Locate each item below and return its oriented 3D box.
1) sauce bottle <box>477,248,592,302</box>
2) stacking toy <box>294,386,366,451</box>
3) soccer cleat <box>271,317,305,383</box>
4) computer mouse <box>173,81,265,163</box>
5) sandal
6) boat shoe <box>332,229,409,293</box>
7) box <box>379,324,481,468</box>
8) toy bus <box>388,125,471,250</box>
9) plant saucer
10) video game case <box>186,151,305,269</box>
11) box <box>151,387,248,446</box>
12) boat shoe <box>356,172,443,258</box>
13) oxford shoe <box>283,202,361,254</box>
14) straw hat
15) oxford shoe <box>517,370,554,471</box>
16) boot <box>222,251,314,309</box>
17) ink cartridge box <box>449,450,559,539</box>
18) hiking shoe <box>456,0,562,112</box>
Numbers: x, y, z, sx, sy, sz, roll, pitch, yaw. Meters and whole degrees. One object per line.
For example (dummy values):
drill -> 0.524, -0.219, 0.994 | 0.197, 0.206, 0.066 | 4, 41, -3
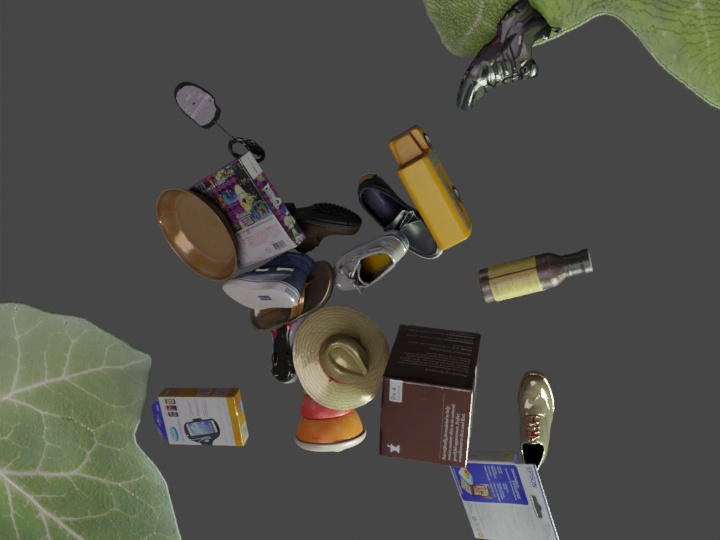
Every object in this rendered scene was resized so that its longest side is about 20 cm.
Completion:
sauce bottle -> 0.308, 0.006, 1.544 | 0.196, 0.065, 0.066 | -13, 111, 19
stacking toy -> -0.065, 0.242, 1.722 | 0.142, 0.146, 0.205 | -2, 97, 14
soccer cleat -> -0.137, 0.115, 1.703 | 0.068, 0.086, 0.205 | 4, 92, 22
computer mouse -> -0.252, -0.263, 1.577 | 0.199, 0.034, 0.059 | 42, 99, -13
sandal -> -0.131, 0.053, 1.625 | 0.198, 0.054, 0.082 | -31, 73, 17
boat shoe -> 0.004, 0.003, 1.573 | 0.075, 0.087, 0.200 | 47, 137, -15
box -> 0.130, 0.225, 1.610 | 0.160, 0.201, 0.170 | 6, 116, 9
toy bus -> 0.119, -0.143, 1.513 | 0.064, 0.079, 0.202 | -25, 107, 22
plant saucer -> -0.296, -0.073, 1.632 | 0.197, 0.035, 0.203 | 26, 138, 25
video game case -> -0.210, -0.102, 1.585 | 0.198, 0.036, 0.183 | -19, 110, 50
box -> -0.340, 0.307, 1.849 | 0.195, 0.042, 0.122 | 0, 114, 16
boat shoe -> 0.068, -0.090, 1.559 | 0.200, 0.062, 0.074 | 44, 114, -10
oxford shoe -> -0.084, -0.075, 1.600 | 0.196, 0.073, 0.086 | 3, 118, 25
straw hat -> -0.030, 0.167, 1.635 | 0.196, 0.085, 0.207 | 0, 89, -12
oxford shoe -> 0.333, 0.289, 1.661 | 0.069, 0.075, 0.204 | -2, 114, 14
boot -> -0.165, 0.015, 1.601 | 0.197, 0.091, 0.073 | 3, 143, 44
ink cartridge box -> 0.288, 0.447, 1.729 | 0.197, 0.047, 0.201 | -6, 112, 36
hiking shoe -> 0.232, -0.325, 1.405 | 0.100, 0.076, 0.201 | 35, 116, -1
